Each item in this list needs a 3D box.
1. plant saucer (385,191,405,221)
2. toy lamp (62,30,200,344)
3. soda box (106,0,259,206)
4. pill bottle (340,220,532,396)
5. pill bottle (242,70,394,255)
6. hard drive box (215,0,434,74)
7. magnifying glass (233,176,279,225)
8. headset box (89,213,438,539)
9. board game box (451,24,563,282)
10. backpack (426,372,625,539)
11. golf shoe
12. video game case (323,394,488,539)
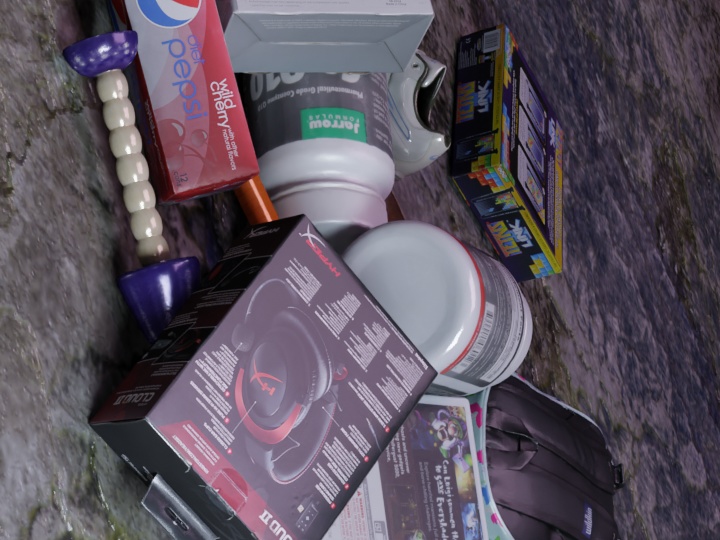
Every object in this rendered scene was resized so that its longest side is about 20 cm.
[{"bbox_3d":[0.000,0.000,1.752,0.200,0.032,0.202,-15,90,-69],"label":"plant saucer"},{"bbox_3d":[-0.146,-0.053,1.404,0.058,0.058,0.202,-11,84,-68],"label":"toy lamp"},{"bbox_3d":[-0.127,-0.150,1.464,0.070,0.063,0.202,162,-86,-74],"label":"soda box"},{"bbox_3d":[0.058,0.033,1.601,0.200,0.115,0.117,24,54,-70],"label":"pill bottle"},{"bbox_3d":[-0.032,-0.105,1.633,0.113,0.112,0.202,38,41,-56],"label":"pill bottle"},{"bbox_3d":[-0.046,-0.248,1.590,0.077,0.155,0.201,121,-37,-55],"label":"hard drive box"},{"bbox_3d":[-0.104,-0.105,1.543,0.201,0.022,0.080,62,19,-1],"label":"magnifying glass"},{"bbox_3d":[-0.064,0.088,1.365,0.149,0.075,0.200,49,59,-21],"label":"headset box"},{"bbox_3d":[0.149,-0.117,2.152,0.201,0.056,0.166,-84,152,-42],"label":"board game box"},{"bbox_3d":[0.113,0.179,1.749,0.200,0.150,0.179,40,43,-49],"label":"backpack"},{"bbox_3d":[0.030,-0.174,1.851,0.078,0.097,0.202,21,56,-61],"label":"golf shoe"},{"bbox_3d":[0.020,0.186,1.580,0.181,0.023,0.202,7,66,-38],"label":"video game case"}]
